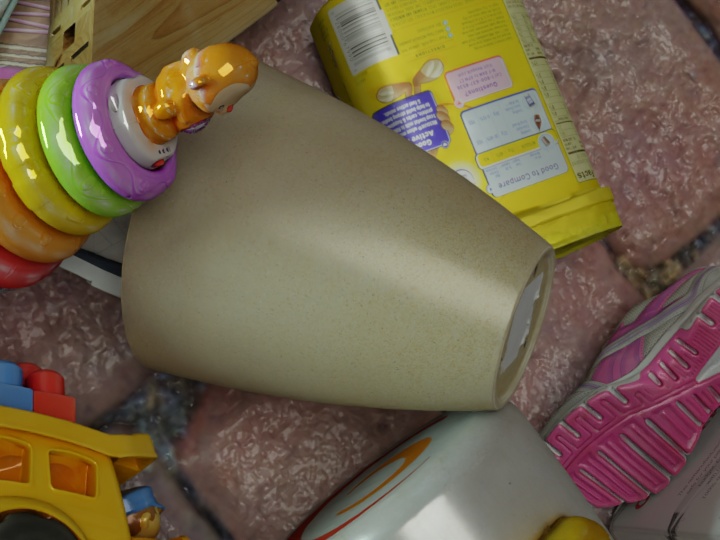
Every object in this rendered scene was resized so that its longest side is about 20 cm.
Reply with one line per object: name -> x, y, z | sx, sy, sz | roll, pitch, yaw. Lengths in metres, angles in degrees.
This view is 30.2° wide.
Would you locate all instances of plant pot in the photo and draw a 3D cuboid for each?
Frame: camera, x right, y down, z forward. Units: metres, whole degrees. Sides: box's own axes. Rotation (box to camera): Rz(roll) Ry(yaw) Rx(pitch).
plant pot -> 0.000, 0.000, 0.742 | 0.198, 0.188, 0.189 | 19, 74, 19

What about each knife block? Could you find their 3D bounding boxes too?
knife block -> -0.095, -0.152, 0.797 | 0.174, 0.064, 0.202 | 12, 68, -35

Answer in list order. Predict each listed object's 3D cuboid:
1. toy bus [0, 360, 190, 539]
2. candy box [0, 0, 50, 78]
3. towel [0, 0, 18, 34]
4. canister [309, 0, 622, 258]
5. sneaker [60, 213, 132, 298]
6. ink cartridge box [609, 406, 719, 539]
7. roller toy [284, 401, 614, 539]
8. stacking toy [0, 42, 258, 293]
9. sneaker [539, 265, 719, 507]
toy bus -> -0.171, 0.140, 0.744 | 0.199, 0.135, 0.194 | 20, 49, -33
candy box -> -0.205, -0.173, 0.828 | 0.135, 0.061, 0.202 | -12, 82, -15
towel -> -0.255, -0.222, 0.763 | 0.170, 0.048, 0.201 | 30, 93, 13
canister -> 0.066, -0.094, 0.867 | 0.147, 0.087, 0.202 | -19, 83, -16
sneaker -> -0.185, -0.050, 0.777 | 0.199, 0.076, 0.081 | 28, 89, -36
ink cartridge box -> 0.259, 0.134, 0.810 | 0.085, 0.200, 0.146 | 46, 73, -7
roller toy -> 0.051, 0.174, 0.759 | 0.199, 0.182, 0.140 | -37, 91, 14
stacking toy -> -0.130, -0.064, 0.649 | 0.198, 0.116, 0.111 | -19, 92, 25
sneaker -> 0.191, 0.074, 0.871 | 0.200, 0.088, 0.081 | -41, 104, 4
